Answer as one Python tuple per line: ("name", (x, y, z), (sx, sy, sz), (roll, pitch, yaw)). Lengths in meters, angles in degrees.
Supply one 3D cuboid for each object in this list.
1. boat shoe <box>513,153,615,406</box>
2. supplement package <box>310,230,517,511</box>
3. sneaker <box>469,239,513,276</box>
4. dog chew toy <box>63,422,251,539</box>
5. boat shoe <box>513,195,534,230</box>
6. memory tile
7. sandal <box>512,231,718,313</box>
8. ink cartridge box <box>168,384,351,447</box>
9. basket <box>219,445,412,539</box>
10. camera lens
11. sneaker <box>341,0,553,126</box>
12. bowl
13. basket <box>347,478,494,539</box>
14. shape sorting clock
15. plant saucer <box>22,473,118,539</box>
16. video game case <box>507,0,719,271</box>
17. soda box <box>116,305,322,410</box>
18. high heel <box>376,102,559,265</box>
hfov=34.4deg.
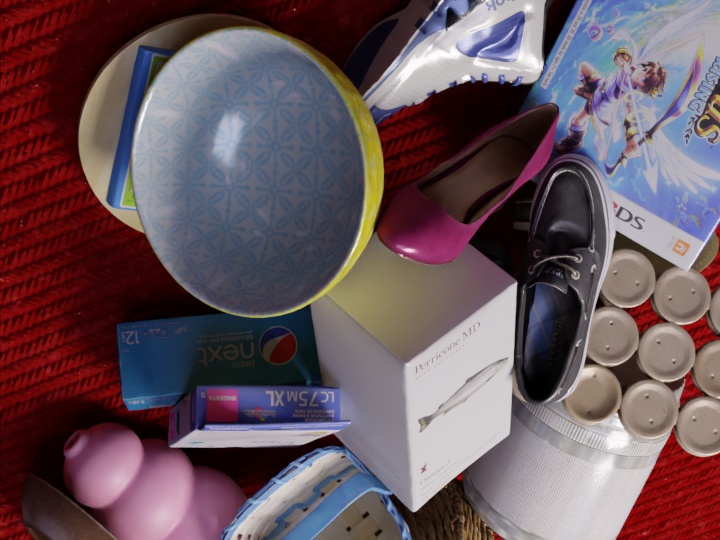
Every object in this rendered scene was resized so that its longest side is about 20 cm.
("boat shoe", (0.152, 0.011, 0.912), (0.069, 0.066, 0.202), (13, 102, 19))
("supplement package", (0.044, 0.073, 0.928), (0.116, 0.117, 0.201), (-34, 143, -23))
("sneaker", (0.090, 0.073, 1.053), (0.072, 0.082, 0.202), (10, 121, 8))
("dog chew toy", (-0.194, 0.216, 1.084), (0.124, 0.125, 0.200), (-39, 115, 16))
("boat shoe", (0.226, -0.076, 0.998), (0.199, 0.072, 0.061), (-10, 100, 5))
("memory tile", (0.231, 0.062, 0.977), (0.198, 0.017, 0.155), (17, 84, -1))
("sandal", (0.218, 0.000, 1.054), (0.210, 0.078, 0.070), (-18, 166, -20))
("ink cartridge box", (-0.088, 0.121, 0.961), (0.118, 0.042, 0.200), (2, 169, -16))
("basket", (-0.039, 0.237, 1.008), (0.176, 0.139, 0.200), (-41, 160, 6))
("camera lens", (0.195, 0.155, 1.085), (0.158, 0.160, 0.202), (12, 115, -19))
("sneaker", (0.080, -0.167, 0.892), (0.115, 0.081, 0.199), (36, 110, -28))
("bowl", (-0.058, -0.075, 0.851), (0.198, 0.107, 0.203), (6, 102, 27))
("basket", (0.077, 0.292, 1.140), (0.142, 0.201, 0.149), (-35, 122, 12))
("shape sorting clock", (-0.122, -0.109, 0.916), (0.198, 0.039, 0.202), (-8, 127, -11))
("plant saucer", (-0.244, 0.268, 1.068), (0.037, 0.199, 0.201), (-49, 129, -24))
("video game case", (0.229, -0.130, 0.906), (0.180, 0.045, 0.201), (31, 116, 11))
("soda box", (-0.109, 0.076, 1.017), (0.198, 0.069, 0.064), (-5, 166, -7))
("high heel", (0.081, -0.071, 0.853), (0.067, 0.200, 0.097), (38, 123, 10))
